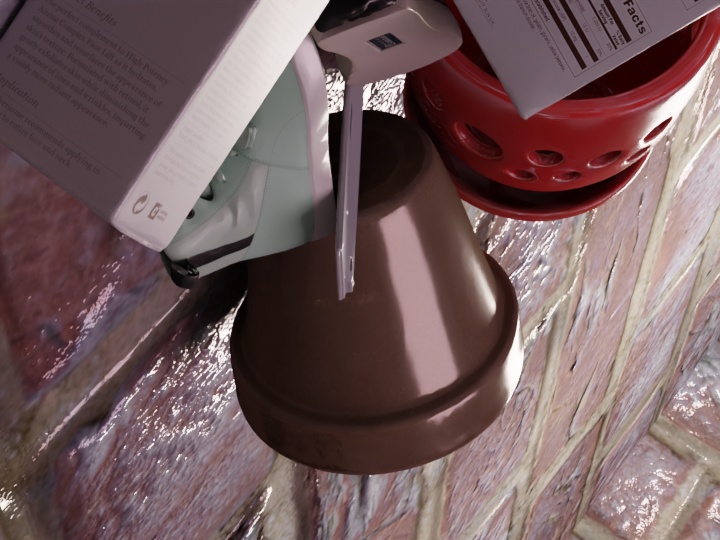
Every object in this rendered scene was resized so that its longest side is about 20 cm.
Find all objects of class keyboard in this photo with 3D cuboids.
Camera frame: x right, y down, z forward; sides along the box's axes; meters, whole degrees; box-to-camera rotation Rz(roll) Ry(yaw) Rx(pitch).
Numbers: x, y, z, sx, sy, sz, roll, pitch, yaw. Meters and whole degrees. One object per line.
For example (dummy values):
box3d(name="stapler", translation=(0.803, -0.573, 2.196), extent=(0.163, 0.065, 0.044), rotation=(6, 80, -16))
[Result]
box3d(name="keyboard", translation=(-0.007, -0.083, 1.015), extent=(0.056, 0.011, 0.202), rotation=(77, 13, -59))

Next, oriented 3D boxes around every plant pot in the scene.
box3d(name="plant pot", translation=(0.123, -0.143, 1.123), extent=(0.201, 0.200, 0.183), rotation=(-50, 165, -19))
box3d(name="plant pot", translation=(0.000, 0.000, 1.113), extent=(0.200, 0.199, 0.176), rotation=(-44, 140, -32))

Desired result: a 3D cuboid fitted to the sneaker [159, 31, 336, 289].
box3d(name="sneaker", translation=(-0.081, -0.075, 0.922), extent=(0.117, 0.074, 0.202), rotation=(-24, 134, -16))

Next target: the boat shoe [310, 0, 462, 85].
box3d(name="boat shoe", translation=(0.004, -0.160, 0.929), extent=(0.074, 0.094, 0.200), rotation=(-19, 175, 6))

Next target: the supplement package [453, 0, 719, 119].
box3d(name="supplement package", translation=(0.131, -0.204, 0.891), extent=(0.199, 0.148, 0.191), rotation=(-30, -168, 11))

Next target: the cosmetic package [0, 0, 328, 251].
box3d(name="cosmetic package", translation=(-0.082, -0.123, 0.795), extent=(0.201, 0.101, 0.074), rotation=(-55, 162, 0))
